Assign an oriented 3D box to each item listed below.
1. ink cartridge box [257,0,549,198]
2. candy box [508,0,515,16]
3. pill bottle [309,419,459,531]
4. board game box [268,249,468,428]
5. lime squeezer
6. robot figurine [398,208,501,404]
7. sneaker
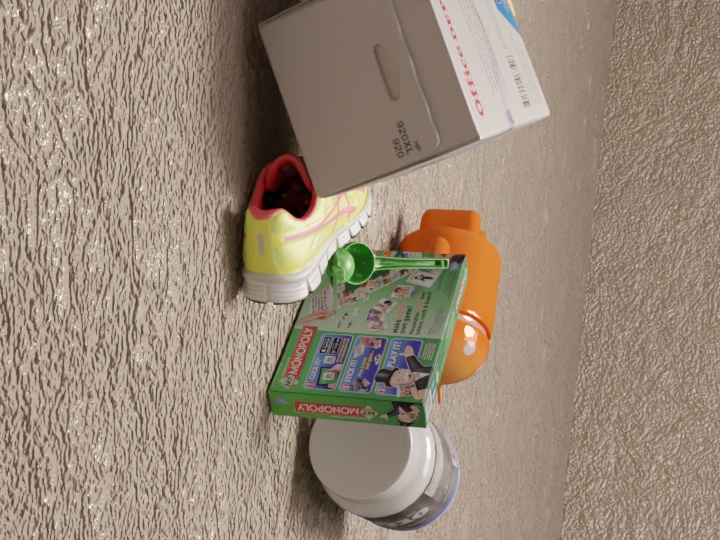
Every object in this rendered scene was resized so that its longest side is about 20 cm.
[{"bbox_3d":[0.038,-0.157,1.360,0.200,0.143,0.149,-23,92,-67],"label":"ink cartridge box"},{"bbox_3d":[0.084,-0.245,1.741,0.201,0.055,0.116,-58,143,-34],"label":"candy box"},{"bbox_3d":[0.022,0.176,1.583,0.200,0.112,0.115,46,49,-71],"label":"pill bottle"},{"bbox_3d":[0.011,0.053,1.473,0.201,0.133,0.029,-69,157,-49],"label":"board game box"},{"bbox_3d":[0.000,0.000,1.435,0.199,0.070,0.038,-5,115,-63],"label":"lime squeezer"},{"bbox_3d":[0.089,0.035,1.816,0.144,0.116,0.202,-39,-144,56],"label":"robot figurine"},{"bbox_3d":[-0.042,-0.061,1.358,0.201,0.077,0.091,-67,153,-53],"label":"sneaker"}]
